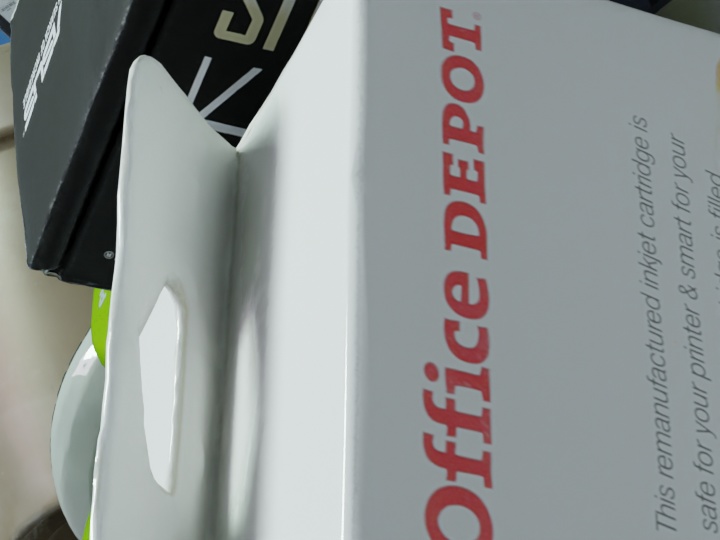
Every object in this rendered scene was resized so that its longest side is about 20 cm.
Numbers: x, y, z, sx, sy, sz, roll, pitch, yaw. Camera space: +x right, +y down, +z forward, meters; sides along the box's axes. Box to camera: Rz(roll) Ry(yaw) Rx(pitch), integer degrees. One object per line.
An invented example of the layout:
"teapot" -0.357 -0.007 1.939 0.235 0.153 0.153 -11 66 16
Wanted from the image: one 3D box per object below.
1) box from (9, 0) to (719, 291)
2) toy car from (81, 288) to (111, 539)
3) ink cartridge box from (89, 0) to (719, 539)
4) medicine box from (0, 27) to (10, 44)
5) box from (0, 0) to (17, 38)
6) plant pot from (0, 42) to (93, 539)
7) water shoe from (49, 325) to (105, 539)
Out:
"box" 0.046 -0.068 0.474 0.086 0.199 0.164 -103 32 -45
"toy car" -0.011 0.093 0.574 0.200 0.164 0.158 -54 27 41
"ink cartridge box" 0.042 0.043 0.410 0.125 0.199 0.129 126 153 -50
"medicine box" -0.189 -0.133 1.295 0.200 0.181 0.103 -97 26 -48
"box" -0.118 -0.228 1.210 0.200 0.049 0.162 -31 39 20
"plant pot" -0.101 0.029 0.937 0.200 0.199 0.174 -55 44 49
"water shoe" -0.048 0.086 0.778 0.201 0.079 0.072 85 -153 -44
